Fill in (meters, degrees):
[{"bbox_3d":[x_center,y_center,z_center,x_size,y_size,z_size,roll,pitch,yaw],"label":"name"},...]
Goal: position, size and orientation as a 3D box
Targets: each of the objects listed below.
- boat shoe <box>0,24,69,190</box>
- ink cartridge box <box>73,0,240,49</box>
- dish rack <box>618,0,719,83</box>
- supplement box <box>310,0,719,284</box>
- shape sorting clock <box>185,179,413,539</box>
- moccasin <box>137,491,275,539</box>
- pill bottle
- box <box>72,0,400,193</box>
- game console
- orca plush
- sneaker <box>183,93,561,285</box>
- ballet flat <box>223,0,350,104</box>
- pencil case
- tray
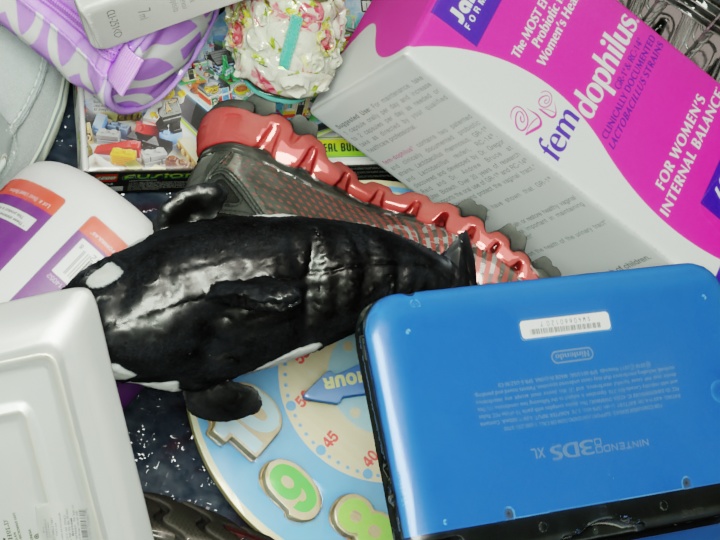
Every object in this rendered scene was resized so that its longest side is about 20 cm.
[{"bbox_3d":[-0.198,-0.053,1.089,0.070,0.072,0.201,29,67,0],"label":"boat shoe"},{"bbox_3d":[-0.073,-0.221,1.051,0.176,0.045,0.201,-19,70,-5],"label":"ink cartridge box"},{"bbox_3d":[0.158,-0.130,1.121,0.153,0.200,0.055,32,81,0],"label":"dish rack"},{"bbox_3d":[0.093,-0.070,1.107,0.200,0.103,0.101,35,64,-16],"label":"supplement box"},{"bbox_3d":[0.012,0.051,1.117,0.199,0.039,0.201,3,72,-10],"label":"shape sorting clock"},{"bbox_3d":[-0.066,0.153,1.040,0.201,0.074,0.078,21,97,-29],"label":"moccasin"},{"bbox_3d":[-0.173,0.052,1.042,0.112,0.112,0.200,41,70,3],"label":"pill bottle"},{"bbox_3d":[-0.046,-0.097,1.154,0.199,0.035,0.110,-3,73,-12],"label":"box"},{"bbox_3d":[0.073,0.098,1.040,0.199,0.118,0.171,-5,79,-32],"label":"game console"},{"bbox_3d":[-0.033,0.021,0.988,0.199,0.071,0.106,9,95,-17],"label":"orca plush"},{"bbox_3d":[0.000,0.000,1.074,0.200,0.071,0.098,26,65,2],"label":"sneaker"},{"bbox_3d":[-0.030,-0.162,1.118,0.075,0.064,0.200,8,42,-14],"label":"ballet flat"},{"bbox_3d":[-0.162,-0.158,1.091,0.200,0.085,0.084,36,108,13],"label":"pencil case"},{"bbox_3d":[-0.144,0.113,0.967,0.107,0.022,0.201,-12,106,0],"label":"tray"}]
